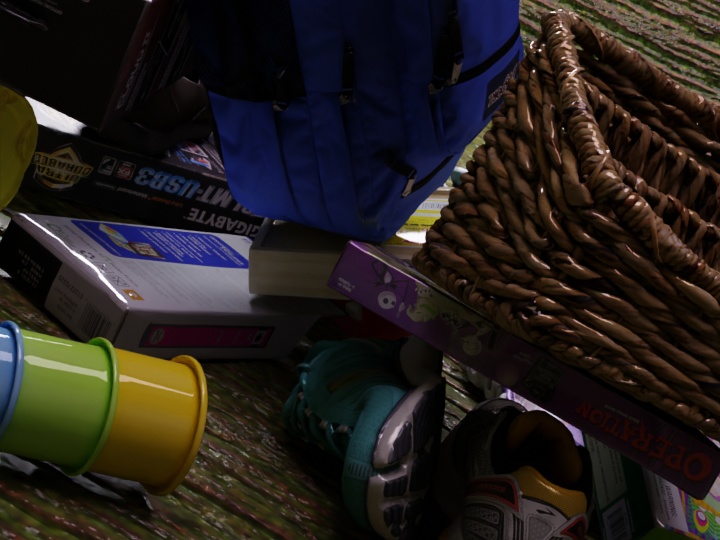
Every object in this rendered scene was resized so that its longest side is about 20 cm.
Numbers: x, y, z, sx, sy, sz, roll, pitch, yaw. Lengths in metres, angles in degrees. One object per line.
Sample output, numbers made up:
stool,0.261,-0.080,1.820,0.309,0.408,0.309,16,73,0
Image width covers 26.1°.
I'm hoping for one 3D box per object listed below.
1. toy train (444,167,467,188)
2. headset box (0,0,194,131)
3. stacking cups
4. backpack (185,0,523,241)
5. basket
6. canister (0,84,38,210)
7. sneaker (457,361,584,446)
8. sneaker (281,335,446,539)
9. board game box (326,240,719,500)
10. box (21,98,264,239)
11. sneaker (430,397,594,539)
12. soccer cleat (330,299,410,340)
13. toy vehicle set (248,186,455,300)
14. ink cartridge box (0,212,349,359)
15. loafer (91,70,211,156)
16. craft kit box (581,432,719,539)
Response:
toy train,0.105,0.005,1.125,0.200,0.085,0.114,35,-20,44
headset box,-0.167,-0.154,0.835,0.148,0.078,0.200,26,19,2
stacking cups,-0.159,0.037,0.603,0.199,0.061,0.061,19,17,-29
backpack,-0.001,-0.116,0.838,0.167,0.201,0.162,18,40,27
basket,0.153,-0.011,0.724,0.199,0.150,0.143,29,3,-27
canister,-0.284,-0.110,0.836,0.148,0.087,0.200,11,20,-46
sneaker,0.129,0.069,0.960,0.080,0.089,0.200,23,18,-28
sneaker,0.000,0.078,0.770,0.079,0.078,0.200,7,10,-1
board game box,0.081,0.045,0.767,0.199,0.032,0.120,30,-1,6
box,-0.179,-0.099,1.060,0.198,0.050,0.200,14,21,-41
sneaker,0.083,0.104,0.766,0.077,0.083,0.200,26,14,-5
soccer cleat,0.000,0.000,1.001,0.068,0.086,0.200,-20,39,-8
toy vehicle set,0.043,-0.016,0.893,0.198,0.027,0.124,3,22,7
ink cartridge box,-0.098,0.010,0.858,0.095,0.037,0.199,37,19,29
loafer,-0.123,-0.128,1.028,0.073,0.072,0.200,27,16,-5
craft kit box,0.212,0.105,0.908,0.197,0.049,0.201,25,39,-28
